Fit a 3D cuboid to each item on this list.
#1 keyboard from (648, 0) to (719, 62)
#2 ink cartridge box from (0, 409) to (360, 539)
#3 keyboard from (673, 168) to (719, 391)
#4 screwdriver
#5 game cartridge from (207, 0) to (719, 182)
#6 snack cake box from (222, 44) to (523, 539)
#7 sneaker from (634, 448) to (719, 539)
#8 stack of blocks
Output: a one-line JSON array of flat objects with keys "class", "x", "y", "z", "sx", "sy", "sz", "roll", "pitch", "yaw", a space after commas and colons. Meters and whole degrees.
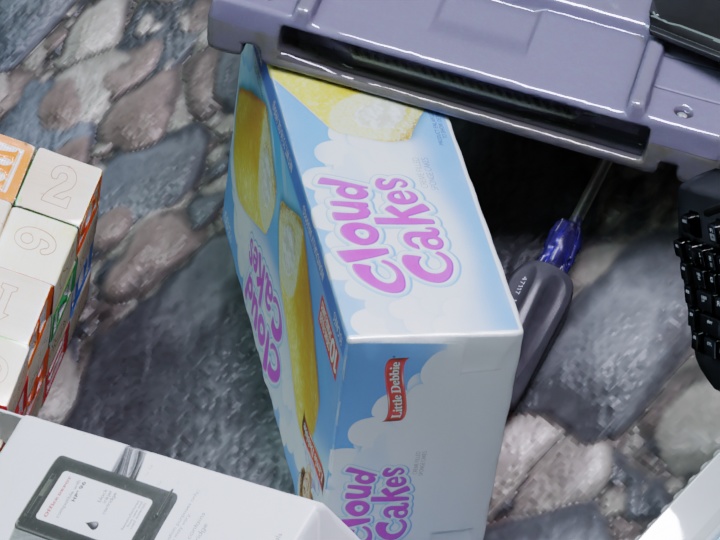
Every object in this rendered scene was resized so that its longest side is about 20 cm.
[{"class": "keyboard", "x": 0.214, "y": -0.100, "z": 1.055, "sx": 0.199, "sy": 0.021, "sz": 0.127, "roll": 25, "pitch": 64, "yaw": 29}, {"class": "ink cartridge box", "x": -0.070, "y": 0.119, "z": 1.048, "sx": 0.199, "sy": 0.116, "sz": 0.068, "roll": 12, "pitch": 64, "yaw": 44}, {"class": "keyboard", "x": 0.132, "y": 0.006, "z": 0.874, "sx": 0.039, "sy": 0.105, "sz": 0.200, "roll": -8, "pitch": 11, "yaw": -18}, {"class": "screwdriver", "x": 0.089, "y": -0.030, "z": 1.124, "sx": 0.029, "sy": 0.028, "sz": 0.201, "roll": -29, "pitch": 30, "yaw": 59}, {"class": "game cartridge", "x": 0.053, "y": -0.106, "z": 1.107, "sx": 0.199, "sy": 0.039, "sz": 0.130, "roll": 16, "pitch": 45, "yaw": 6}, {"class": "snack cake box", "x": 0.000, "y": 0.000, "z": 1.086, "sx": 0.067, "sy": 0.116, "sz": 0.201, "roll": -2, "pitch": 41, "yaw": -14}, {"class": "sneaker", "x": 0.128, "y": 0.112, "z": 0.955, "sx": 0.082, "sy": 0.074, "sz": 0.200, "roll": 43, "pitch": 73, "yaw": 10}, {"class": "stack of blocks", "x": -0.167, "y": 0.058, "z": 1.167, "sx": 0.058, "sy": 0.115, "sz": 0.201, "roll": 19, "pitch": 62, "yaw": 1}]
